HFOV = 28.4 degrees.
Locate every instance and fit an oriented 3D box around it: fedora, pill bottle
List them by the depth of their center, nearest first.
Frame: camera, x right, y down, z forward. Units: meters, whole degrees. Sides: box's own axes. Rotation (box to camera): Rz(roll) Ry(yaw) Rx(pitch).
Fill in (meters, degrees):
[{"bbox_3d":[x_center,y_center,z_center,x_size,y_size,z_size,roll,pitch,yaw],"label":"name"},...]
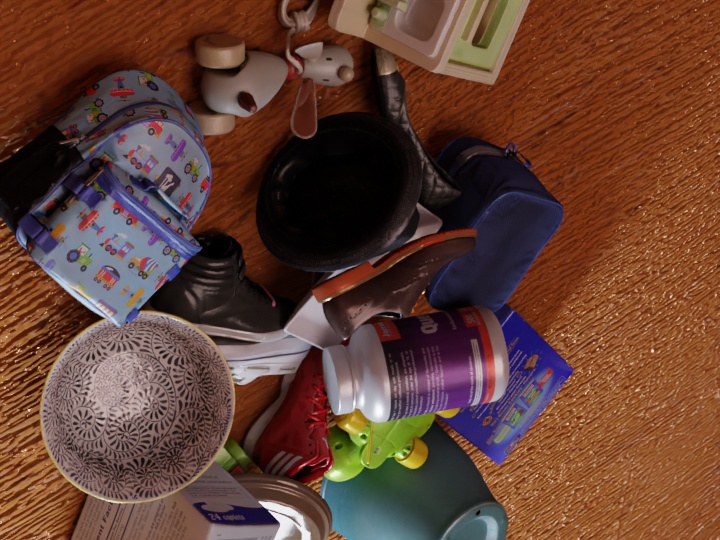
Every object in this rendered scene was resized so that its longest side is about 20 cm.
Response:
[{"bbox_3d":[-0.009,-0.069,1.490,0.201,0.200,0.092,-53,142,-1],"label":"fedora"},{"bbox_3d":[0.061,0.108,1.619,0.198,0.113,0.113,-9,125,-13],"label":"pill bottle"}]

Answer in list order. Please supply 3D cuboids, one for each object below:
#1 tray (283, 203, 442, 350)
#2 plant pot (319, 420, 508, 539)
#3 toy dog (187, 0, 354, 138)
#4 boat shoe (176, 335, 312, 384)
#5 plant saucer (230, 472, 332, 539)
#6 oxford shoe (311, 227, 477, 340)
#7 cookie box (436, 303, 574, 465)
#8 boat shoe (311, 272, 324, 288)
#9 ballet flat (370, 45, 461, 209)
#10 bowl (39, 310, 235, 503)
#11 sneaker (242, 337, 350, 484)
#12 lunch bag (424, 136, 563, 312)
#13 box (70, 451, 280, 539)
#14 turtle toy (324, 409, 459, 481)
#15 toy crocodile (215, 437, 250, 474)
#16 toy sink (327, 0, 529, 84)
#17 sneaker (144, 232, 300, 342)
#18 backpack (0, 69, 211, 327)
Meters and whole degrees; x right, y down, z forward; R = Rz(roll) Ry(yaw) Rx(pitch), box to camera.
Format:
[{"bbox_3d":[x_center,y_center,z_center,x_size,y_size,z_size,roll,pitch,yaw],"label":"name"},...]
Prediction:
[{"bbox_3d":[0.000,0.000,1.583,0.200,0.022,0.107,-49,146,7],"label":"tray"},{"bbox_3d":[0.081,0.306,1.829,0.199,0.188,0.201,-23,131,-30],"label":"plant pot"},{"bbox_3d":[-0.080,-0.190,1.420,0.199,0.096,0.133,-33,135,-22],"label":"toy dog"},{"bbox_3d":[-0.129,0.096,1.580,0.199,0.073,0.067,1,114,-44],"label":"boat shoe"},{"bbox_3d":[-0.131,0.308,1.673,0.198,0.030,0.201,-3,135,-3],"label":"plant saucer"},{"bbox_3d":[0.046,0.012,1.540,0.199,0.071,0.073,-24,89,-18],"label":"oxford shoe"},{"bbox_3d":[0.172,0.141,1.889,0.172,0.075,0.200,-51,139,-3],"label":"cookie box"},{"bbox_3d":[-0.008,-0.052,1.597,0.064,0.071,0.201,-11,124,-39],"label":"boat shoe"},{"bbox_3d":[0.056,-0.159,1.568,0.056,0.067,0.201,-19,117,6],"label":"ballet flat"},{"bbox_3d":[-0.236,0.128,1.468,0.199,0.094,0.202,-4,104,-19],"label":"bowl"},{"bbox_3d":[-0.047,0.167,1.672,0.078,0.115,0.201,21,101,-48],"label":"sneaker"},{"bbox_3d":[0.131,-0.062,1.671,0.135,0.132,0.201,14,118,-45],"label":"lunch bag"},{"bbox_3d":[-0.208,0.296,1.544,0.105,0.200,0.185,8,111,-47],"label":"box"},{"bbox_3d":[0.019,0.175,1.747,0.145,0.101,0.201,35,90,-34],"label":"turtle toy"},{"bbox_3d":[-0.147,0.261,1.683,0.067,0.062,0.201,-39,136,-16],"label":"toy crocodile"},{"bbox_3d":[0.081,-0.278,1.469,0.199,0.112,0.131,1,116,-58],"label":"toy sink"},{"bbox_3d":[-0.128,0.016,1.529,0.199,0.071,0.100,7,117,-40],"label":"sneaker"},{"bbox_3d":[-0.221,-0.075,1.329,0.200,0.134,0.183,-44,137,-5],"label":"backpack"}]
